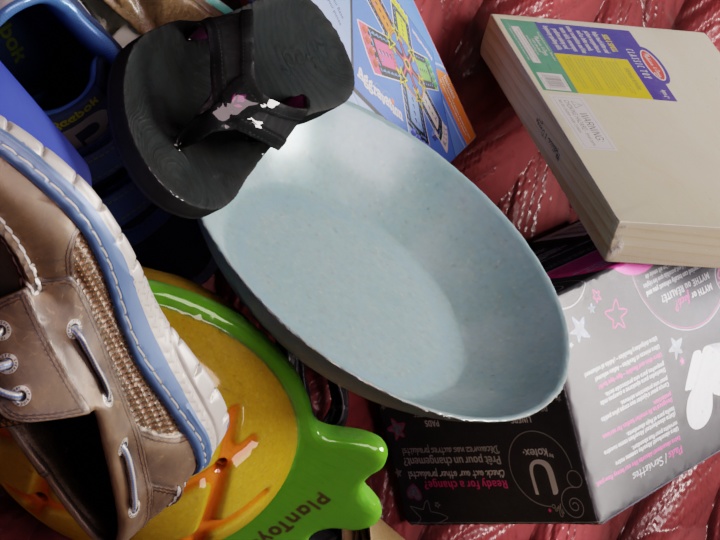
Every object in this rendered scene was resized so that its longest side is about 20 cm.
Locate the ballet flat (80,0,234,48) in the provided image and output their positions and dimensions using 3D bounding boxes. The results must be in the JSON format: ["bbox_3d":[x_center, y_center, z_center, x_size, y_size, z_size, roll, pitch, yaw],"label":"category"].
[{"bbox_3d":[-0.126,-0.124,1.016,0.200,0.068,0.073,38,79,-34],"label":"ballet flat"}]

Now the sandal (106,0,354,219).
[{"bbox_3d":[-0.046,-0.083,0.967,0.076,0.048,0.200,56,29,-7],"label":"sandal"}]

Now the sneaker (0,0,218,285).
[{"bbox_3d":[-0.117,-0.057,0.974,0.074,0.082,0.200,-41,123,-5],"label":"sneaker"}]

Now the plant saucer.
[{"bbox_3d":[0.000,0.000,1.009,0.200,0.039,0.201,28,32,-19],"label":"plant saucer"}]

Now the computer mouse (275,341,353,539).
[{"bbox_3d":[-0.024,0.113,1.102,0.059,0.034,0.201,9,70,-57],"label":"computer mouse"}]

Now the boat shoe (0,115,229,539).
[{"bbox_3d":[-0.114,0.022,0.802,0.200,0.072,0.073,54,52,-35],"label":"boat shoe"}]

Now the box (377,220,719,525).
[{"bbox_3d":[0.117,0.045,1.176,0.200,0.132,0.115,-22,101,-45],"label":"box"}]

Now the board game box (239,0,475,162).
[{"bbox_3d":[-0.013,-0.128,1.146,0.103,0.019,0.201,-44,115,-43],"label":"board game box"}]

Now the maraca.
[{"bbox_3d":[-0.079,0.070,0.981,0.200,0.137,0.107,36,34,-29],"label":"maraca"}]

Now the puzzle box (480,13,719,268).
[{"bbox_3d":[0.152,-0.067,1.182,0.132,0.200,0.026,3,124,-20],"label":"puzzle box"}]

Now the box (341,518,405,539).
[{"bbox_3d":[0.055,0.226,1.101,0.200,0.021,0.164,44,30,-41],"label":"box"}]

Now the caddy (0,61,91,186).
[{"bbox_3d":[-0.195,-0.009,0.870,0.105,0.141,0.201,48,53,-35],"label":"caddy"}]
